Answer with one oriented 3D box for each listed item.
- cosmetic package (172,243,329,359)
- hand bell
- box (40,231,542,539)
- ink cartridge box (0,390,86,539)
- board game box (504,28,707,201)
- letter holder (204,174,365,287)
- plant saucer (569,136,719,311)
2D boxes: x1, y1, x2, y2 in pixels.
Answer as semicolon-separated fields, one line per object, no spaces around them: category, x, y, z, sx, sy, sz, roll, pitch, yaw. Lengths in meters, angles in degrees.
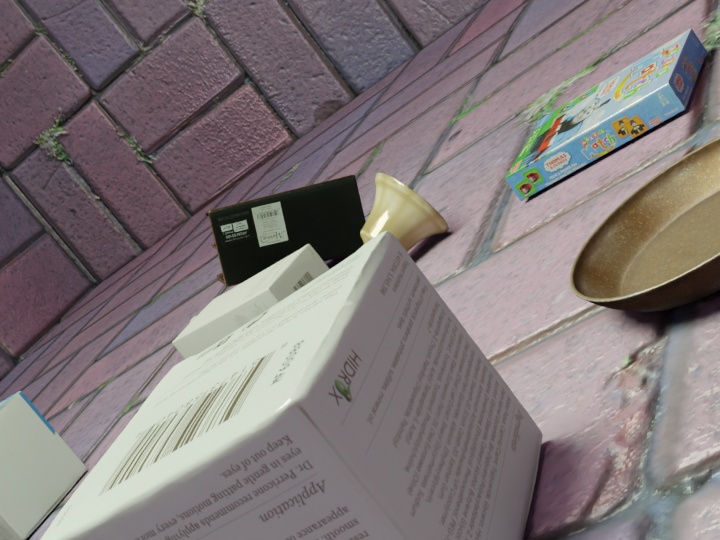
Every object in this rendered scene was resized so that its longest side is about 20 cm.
cosmetic package;-0.125;0.058;1.368;0.199;0.085;0.108;-29;15;43
hand bell;0.000;0.000;1.262;0.201;0.104;0.104;-53;14;-7
box;-0.028;0.124;0.639;0.198;0.172;0.200;-32;13;28
ink cartridge box;-0.506;0.287;1.509;0.199;0.148;0.145;-29;15;37
board game box;0.255;-0.161;1.159;0.199;0.037;0.152;-29;15;36
letter holder;-0.103;-0.055;1.506;0.198;0.102;0.142;-15;6;-11
plant saucer;0.234;-0.032;0.758;0.200;0.037;0.201;-37;12;9
